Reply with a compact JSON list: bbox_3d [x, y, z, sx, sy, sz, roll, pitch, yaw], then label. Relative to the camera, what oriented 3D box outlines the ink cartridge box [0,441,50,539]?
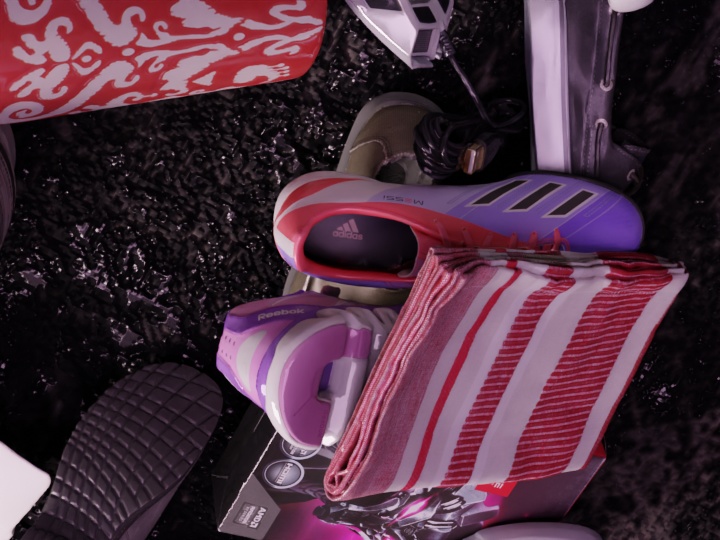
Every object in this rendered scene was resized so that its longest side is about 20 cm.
[{"bbox_3d":[-0.279,0.146,1.214,0.117,0.067,0.200,38,108,-15],"label":"ink cartridge box"}]

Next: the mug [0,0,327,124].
[{"bbox_3d":[-0.124,-0.160,1.021,0.199,0.134,0.179,-7,123,-24],"label":"mug"}]

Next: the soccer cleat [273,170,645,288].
[{"bbox_3d":[0.053,-0.015,1.077,0.198,0.073,0.069,3,109,-4],"label":"soccer cleat"}]

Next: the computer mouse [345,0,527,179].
[{"bbox_3d":[0.018,-0.143,1.092,0.044,0.110,0.201,-23,101,30],"label":"computer mouse"}]

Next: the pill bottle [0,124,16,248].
[{"bbox_3d":[-0.241,-0.030,1.065,0.113,0.200,0.115,0,114,-1],"label":"pill bottle"}]

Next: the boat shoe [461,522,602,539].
[{"bbox_3d":[0.050,0.203,1.191,0.199,0.067,0.074,-14,136,6],"label":"boat shoe"}]

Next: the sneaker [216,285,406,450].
[{"bbox_3d":[0.002,0.043,1.082,0.199,0.088,0.081,2,103,-48],"label":"sneaker"}]

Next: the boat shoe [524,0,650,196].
[{"bbox_3d":[0.128,-0.070,1.137,0.066,0.070,0.201,-5,106,2],"label":"boat shoe"}]

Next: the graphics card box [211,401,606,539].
[{"bbox_3d":[0.027,0.113,1.184,0.199,0.051,0.126,16,126,-22],"label":"graphics card box"}]

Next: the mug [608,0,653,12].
[{"bbox_3d":[0.116,-0.226,1.004,0.147,0.176,0.201,-12,114,4],"label":"mug"}]

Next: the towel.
[{"bbox_3d":[0.081,0.055,1.064,0.199,0.023,0.145,0,123,-45],"label":"towel"}]

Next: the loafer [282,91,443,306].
[{"bbox_3d":[0.000,0.000,1.157,0.075,0.070,0.201,11,113,-7],"label":"loafer"}]

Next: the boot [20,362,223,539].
[{"bbox_3d":[-0.156,0.153,1.213,0.070,0.200,0.132,34,155,10],"label":"boot"}]
